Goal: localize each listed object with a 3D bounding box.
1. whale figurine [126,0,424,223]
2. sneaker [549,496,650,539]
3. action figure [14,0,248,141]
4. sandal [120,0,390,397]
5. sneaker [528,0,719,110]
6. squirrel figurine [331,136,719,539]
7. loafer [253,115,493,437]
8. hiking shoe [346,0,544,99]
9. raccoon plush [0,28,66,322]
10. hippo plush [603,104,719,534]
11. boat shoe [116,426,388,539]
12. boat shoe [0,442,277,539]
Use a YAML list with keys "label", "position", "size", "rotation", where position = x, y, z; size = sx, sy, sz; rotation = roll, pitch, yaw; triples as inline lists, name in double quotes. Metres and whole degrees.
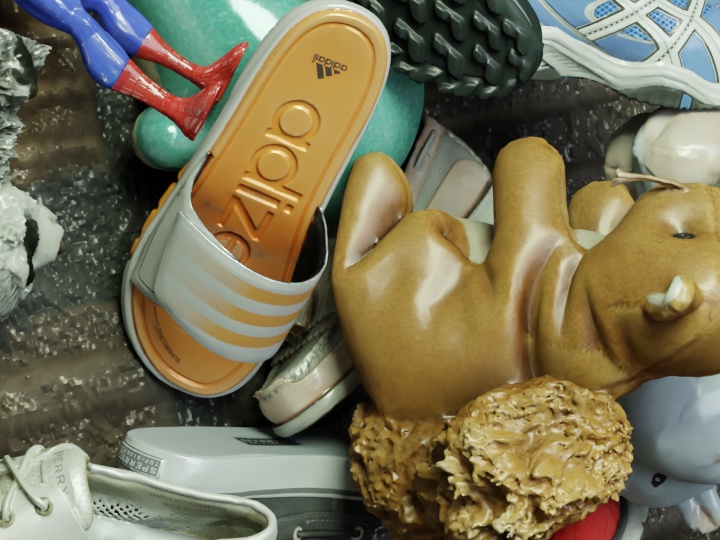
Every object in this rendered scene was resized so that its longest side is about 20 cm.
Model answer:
- label: "whale figurine"
  position: [-0.050, -0.111, 1.287]
  size: [0.200, 0.104, 0.159]
  rotation: [49, 57, -22]
- label: "sneaker"
  position: [0.099, 0.091, 1.411]
  size: [0.085, 0.077, 0.201]
  rotation: [37, 51, -24]
- label: "action figure"
  position: [-0.143, -0.133, 1.214]
  size: [0.199, 0.052, 0.066]
  rotation: [30, 38, -2]
- label: "sandal"
  position: [-0.048, -0.023, 1.234]
  size: [0.079, 0.207, 0.059]
  rotation: [18, 27, -14]
- label: "sneaker"
  position: [0.126, -0.128, 1.317]
  size: [0.199, 0.076, 0.077]
  rotation: [5, 119, -21]
- label: "squirrel figurine"
  position: [0.089, 0.042, 1.231]
  size: [0.142, 0.186, 0.201]
  rotation: [43, 55, -47]
- label: "loafer"
  position: [0.000, 0.000, 1.342]
  size: [0.063, 0.072, 0.200]
  rotation: [51, 48, -10]
- label: "hiking shoe"
  position: [0.008, -0.160, 1.259]
  size: [0.200, 0.074, 0.087]
  rotation: [39, 38, 2]
- label: "raccoon plush"
  position: [-0.218, -0.045, 1.175]
  size: [0.199, 0.097, 0.135]
  rotation: [12, 89, -8]
- label: "hippo plush"
  position: [0.152, 0.026, 1.356]
  size: [0.159, 0.200, 0.161]
  rotation: [38, 76, 1]
- label: "boat shoe"
  position: [-0.031, 0.113, 1.299]
  size: [0.199, 0.070, 0.067]
  rotation: [4, 101, -44]
- label: "boat shoe"
  position: [-0.131, 0.102, 1.177]
  size: [0.199, 0.070, 0.071]
  rotation: [9, 39, -21]
